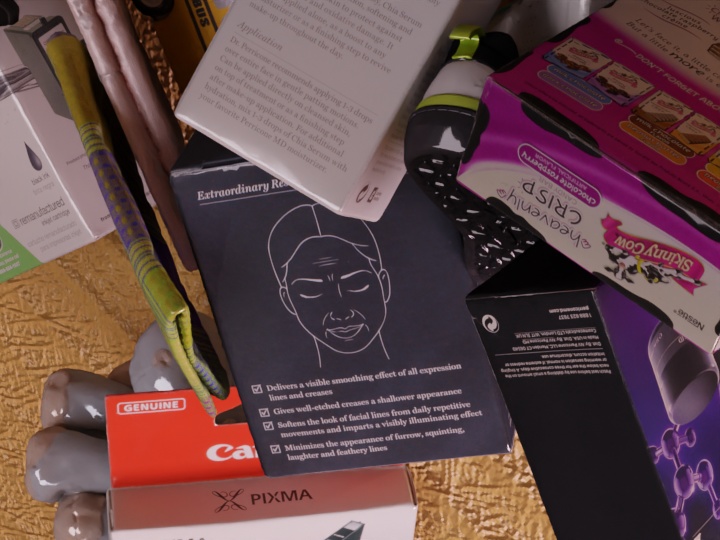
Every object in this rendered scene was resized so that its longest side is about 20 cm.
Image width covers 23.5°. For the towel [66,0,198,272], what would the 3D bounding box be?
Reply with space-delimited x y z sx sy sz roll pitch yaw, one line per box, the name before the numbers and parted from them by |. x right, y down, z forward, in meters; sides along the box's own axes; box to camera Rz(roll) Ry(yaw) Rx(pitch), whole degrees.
towel | -0.133 -0.107 1.043 0.200 0.032 0.192 -125 13 -73

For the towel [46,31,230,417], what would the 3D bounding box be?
towel | -0.124 -0.029 0.975 0.144 0.023 0.200 74 172 -62

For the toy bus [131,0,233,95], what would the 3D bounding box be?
toy bus | -0.074 -0.141 1.016 0.078 0.065 0.201 -13 107 30

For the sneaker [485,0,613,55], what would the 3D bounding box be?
sneaker | 0.099 -0.123 0.873 0.088 0.075 0.201 31 136 32

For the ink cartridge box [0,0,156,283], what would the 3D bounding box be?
ink cartridge box | -0.237 -0.108 1.181 0.145 0.084 0.200 -20 101 48

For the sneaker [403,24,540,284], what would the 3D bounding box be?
sneaker | 0.083 -0.050 0.853 0.071 0.083 0.200 7 157 24

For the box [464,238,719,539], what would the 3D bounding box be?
box | 0.154 0.029 0.820 0.079 0.200 0.142 -3 114 43

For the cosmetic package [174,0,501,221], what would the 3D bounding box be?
cosmetic package | 0.007 -0.135 0.835 0.101 0.071 0.200 32 97 15

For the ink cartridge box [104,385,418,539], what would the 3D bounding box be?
ink cartridge box | -0.063 0.148 1.113 0.044 0.199 0.174 -103 13 -46

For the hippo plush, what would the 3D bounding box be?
hippo plush | -0.126 0.120 1.171 0.200 0.159 0.161 50 139 6

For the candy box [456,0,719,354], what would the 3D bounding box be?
candy box | 0.155 -0.063 0.759 0.136 0.200 0.061 36 135 22

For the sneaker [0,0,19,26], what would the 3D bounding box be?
sneaker | -0.222 -0.243 1.074 0.070 0.099 0.201 -169 93 -73

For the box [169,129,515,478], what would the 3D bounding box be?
box | 0.000 0.000 0.967 0.148 0.107 0.201 -7 118 15
